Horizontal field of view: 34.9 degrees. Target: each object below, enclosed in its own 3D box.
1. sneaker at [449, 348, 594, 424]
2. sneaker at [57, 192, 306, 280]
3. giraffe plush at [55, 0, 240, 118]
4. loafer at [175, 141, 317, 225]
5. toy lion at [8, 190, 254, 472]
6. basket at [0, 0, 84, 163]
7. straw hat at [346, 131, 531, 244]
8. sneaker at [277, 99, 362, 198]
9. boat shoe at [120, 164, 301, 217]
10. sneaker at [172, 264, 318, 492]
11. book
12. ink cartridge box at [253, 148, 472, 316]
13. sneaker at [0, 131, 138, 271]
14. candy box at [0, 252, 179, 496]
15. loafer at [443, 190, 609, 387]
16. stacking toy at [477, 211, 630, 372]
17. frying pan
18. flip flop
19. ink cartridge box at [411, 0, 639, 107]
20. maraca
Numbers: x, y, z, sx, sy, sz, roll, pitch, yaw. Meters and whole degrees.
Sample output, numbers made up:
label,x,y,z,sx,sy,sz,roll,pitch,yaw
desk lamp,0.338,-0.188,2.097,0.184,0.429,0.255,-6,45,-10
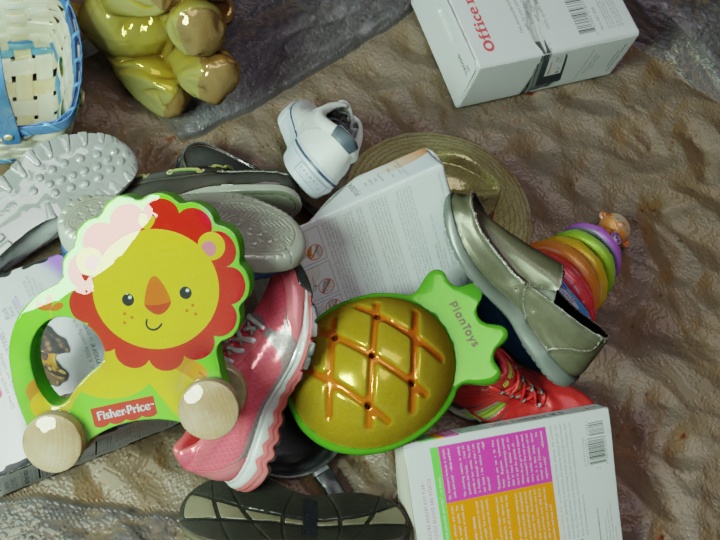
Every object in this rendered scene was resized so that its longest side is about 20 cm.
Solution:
label,x,y,z,sx,sy,sz,roll,pitch,yaw
sneaker,0.131,0.111,1.058,0.199,0.085,0.077,20,65,-3
sneaker,-0.146,-0.002,0.953,0.198,0.112,0.077,1,48,-5
giraffe plush,-0.188,-0.264,1.135,0.199,0.173,0.163,8,47,29
loafer,-0.090,-0.064,1.092,0.199,0.072,0.073,34,64,4
toy lion,-0.176,0.040,0.881,0.198,0.069,0.193,-13,98,4
basket,-0.320,-0.197,1.026,0.138,0.200,0.178,-7,71,-7
straw hat,0.088,-0.074,1.129,0.199,0.085,0.203,5,65,-10
sneaker,-0.030,-0.126,1.080,0.071,0.200,0.073,-37,113,10
boat shoe,-0.144,-0.068,1.043,0.200,0.072,0.061,-8,54,22
sneaker,-0.097,0.084,0.946,0.086,0.074,0.202,15,94,-24
book,0.133,0.200,1.014,0.198,0.048,0.135,-6,92,-17
ink cartridge box,0.000,0.000,1.054,0.199,0.163,0.050,-22,31,-6
sneaker,-0.292,-0.056,1.034,0.199,0.081,0.077,-32,80,-20
candy box,-0.250,0.076,0.996,0.199,0.072,0.169,-21,73,-21
loafer,0.147,0.005,1.008,0.200,0.069,0.075,52,21,-5
stacking toy,0.215,-0.003,1.131,0.116,0.110,0.200,50,52,3
frying pan,-0.037,0.150,1.029,0.190,0.031,0.115,39,73,-8
flip flop,-0.057,0.223,0.978,0.198,0.058,0.081,5,35,-1
ink cartridge box,0.174,-0.273,1.237,0.199,0.084,0.145,-15,70,-19
maraca,0.029,0.078,0.989,0.199,0.107,0.138,-26,74,-9
